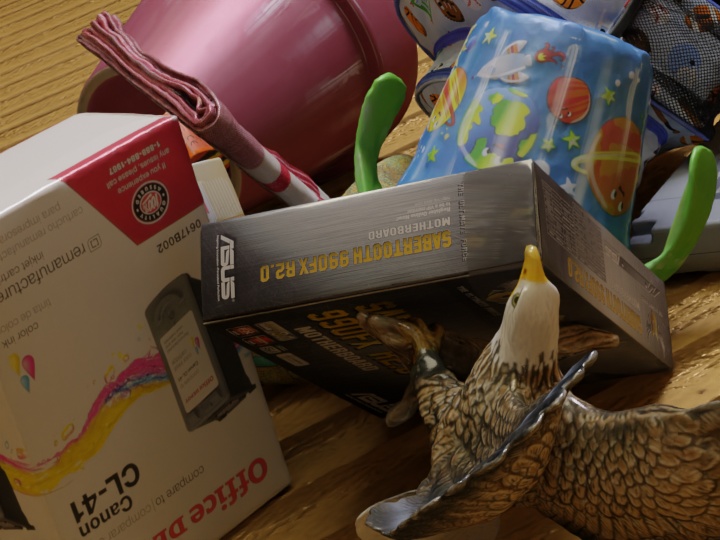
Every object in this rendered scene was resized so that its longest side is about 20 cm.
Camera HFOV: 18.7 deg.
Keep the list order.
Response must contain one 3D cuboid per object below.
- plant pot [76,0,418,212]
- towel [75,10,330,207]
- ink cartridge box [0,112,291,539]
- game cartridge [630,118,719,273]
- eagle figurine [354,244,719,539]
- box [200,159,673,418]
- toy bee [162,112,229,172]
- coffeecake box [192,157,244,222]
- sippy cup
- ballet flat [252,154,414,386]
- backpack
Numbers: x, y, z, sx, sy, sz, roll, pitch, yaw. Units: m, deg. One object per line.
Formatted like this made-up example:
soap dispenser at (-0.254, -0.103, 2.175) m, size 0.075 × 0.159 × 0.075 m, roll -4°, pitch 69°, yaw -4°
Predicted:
plant pot at (-0.087, -0.124, 1.465) m, size 0.200 × 0.200 × 0.179 m, roll -4°, pitch 29°, yaw 37°
towel at (-0.043, -0.051, 1.106) m, size 0.023 × 0.200 × 0.144 m, roll -52°, pitch 40°, yaw 0°
ink cartridge box at (-0.130, 0.044, 1.021) m, size 0.085 × 0.200 × 0.148 m, roll 2°, pitch 27°, yaw 44°
game cartridge at (0.240, -0.054, 1.204) m, size 0.133 × 0.042 × 0.200 m, roll -2°, pitch 25°, yaw 31°
eagle figurine at (0.070, 0.066, 0.860) m, size 0.152 × 0.151 × 0.200 m, roll -34°, pitch 30°, yaw -8°
box at (0.040, 0.015, 1.006) m, size 0.158 × 0.048 × 0.200 m, roll -10°, pitch -19°, yaw 21°
toy bee at (-0.149, -0.030, 1.397) m, size 0.200 × 0.131 × 0.109 m, roll -21°, pitch -9°, yaw 28°
coffeecake box at (-0.176, 0.020, 1.196) m, size 0.200 × 0.073 × 0.153 m, roll -27°, pitch -5°, yaw 38°
sippy cup at (0.089, -0.062, 1.136) m, size 0.177 × 0.131 × 0.140 m, roll 17°, pitch -2°, yaw -5°
ballet flat at (0.000, 0.000, 1.234) m, size 0.071 × 0.071 × 0.200 m, roll -1°, pitch 31°, yaw 42°
backpack at (0.112, -0.133, 1.272) m, size 0.154 × 0.190 × 0.200 m, roll -53°, pitch 10°, yaw -19°
